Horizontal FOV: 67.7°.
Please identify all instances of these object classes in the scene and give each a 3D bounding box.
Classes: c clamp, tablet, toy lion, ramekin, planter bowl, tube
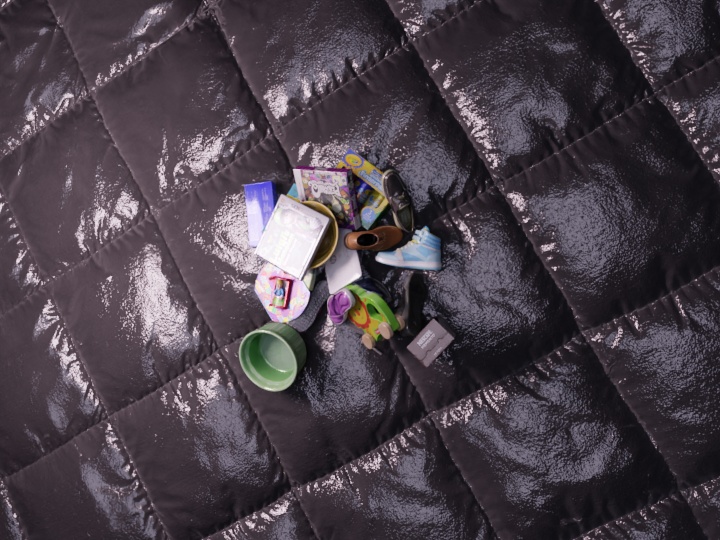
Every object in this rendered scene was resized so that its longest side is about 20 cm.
[{"bbox_3d":[0.034,0.131,1.654,0.170,0.027,0.201,26,95,16],"label":"c clamp"},{"bbox_3d":[-0.063,-0.041,1.623,0.130,0.014,0.201,-31,56,30],"label":"tablet"},{"bbox_3d":[0.019,0.121,1.560,0.068,0.200,0.192,-31,84,-30],"label":"toy lion"},{"bbox_3d":[-0.262,0.258,1.646,0.199,0.098,0.201,7,110,20],"label":"ramekin"},{"bbox_3d":[-0.141,-0.101,1.606,0.199,0.083,0.202,-2,85,22],"label":"planter bowl"},{"bbox_3d":[-0.233,-0.183,1.680,0.077,0.050,0.201,27,71,17],"label":"tube"}]

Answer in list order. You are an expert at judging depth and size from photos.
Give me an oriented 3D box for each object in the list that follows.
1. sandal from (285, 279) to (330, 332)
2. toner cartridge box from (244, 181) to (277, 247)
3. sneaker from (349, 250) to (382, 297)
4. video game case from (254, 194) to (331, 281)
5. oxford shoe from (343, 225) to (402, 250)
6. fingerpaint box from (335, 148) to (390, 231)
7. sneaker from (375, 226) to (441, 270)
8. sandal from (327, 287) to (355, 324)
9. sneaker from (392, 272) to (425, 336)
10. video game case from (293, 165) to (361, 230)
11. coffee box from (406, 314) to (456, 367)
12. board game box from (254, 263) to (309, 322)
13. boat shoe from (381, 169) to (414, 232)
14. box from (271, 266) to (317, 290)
[{"bbox_3d":[-0.155,0.117,1.687,0.075,0.045,0.200,39,82,4],"label":"sandal"},{"bbox_3d":[-0.313,-0.178,1.721,0.094,0.043,0.202,-6,87,13],"label":"toner cartridge box"},{"bbox_3d":[0.000,0.000,1.626,0.199,0.070,0.109,31,94,25],"label":"sneaker"},{"bbox_3d":[-0.201,-0.098,1.572,0.181,0.023,0.201,28,96,21],"label":"video game case"},{"bbox_3d":[0.053,-0.092,1.583,0.199,0.071,0.072,-12,98,-31],"label":"oxford shoe"},{"bbox_3d":[0.001,-0.243,1.641,0.200,0.073,0.167,39,96,10],"label":"fingerpaint box"},{"bbox_3d":[0.148,-0.072,1.607,0.198,0.080,0.132,6,92,2],"label":"sneaker"},{"bbox_3d":[-0.072,0.108,1.596,0.050,0.203,0.083,-28,74,-29],"label":"sandal"},{"bbox_3d":[0.131,0.104,1.603,0.114,0.076,0.201,-21,54,50],"label":"sneaker"},{"bbox_3d":[-0.100,-0.218,1.602,0.199,0.036,0.182,11,125,31],"label":"video game case"},{"bbox_3d":[0.206,0.195,1.524,0.080,0.200,0.113,44,97,9],"label":"coffee box"},{"bbox_3d":[-0.254,0.061,1.658,0.158,0.039,0.201,-38,73,15],"label":"board game box"},{"bbox_3d":[0.119,-0.200,1.569,0.071,0.066,0.202,-28,125,-11],"label":"boat shoe"},{"bbox_3d":[-0.196,-0.050,1.685,0.143,0.036,0.201,12,91,22],"label":"box"}]
